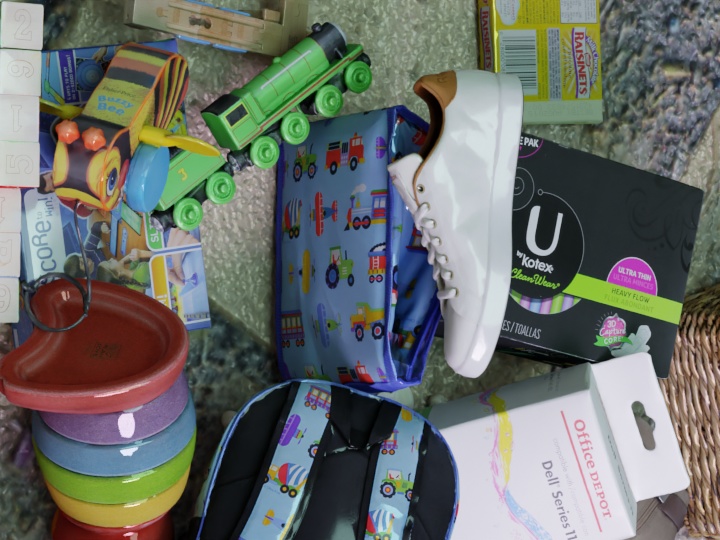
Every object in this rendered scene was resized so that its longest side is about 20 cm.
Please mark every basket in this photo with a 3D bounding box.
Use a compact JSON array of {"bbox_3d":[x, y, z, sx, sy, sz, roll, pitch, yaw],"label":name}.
[{"bbox_3d":[0.331,0.108,1.825,0.143,0.149,0.200,-18,99,-30],"label":"basket"}]

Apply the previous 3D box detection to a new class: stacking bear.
[{"bbox_3d":[-0.163,0.123,1.525,0.121,0.114,0.200,-72,166,-53],"label":"stacking bear"}]

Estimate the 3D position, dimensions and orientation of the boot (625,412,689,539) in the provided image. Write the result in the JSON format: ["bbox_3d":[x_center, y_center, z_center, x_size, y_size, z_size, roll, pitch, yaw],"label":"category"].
[{"bbox_3d":[0.166,0.158,1.778,0.146,0.070,0.200,-45,114,-30],"label":"boot"}]

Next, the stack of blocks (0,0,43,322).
[{"bbox_3d":[-0.252,-0.067,1.481,0.059,0.115,0.200,1,91,-32],"label":"stack of blocks"}]

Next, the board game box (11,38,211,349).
[{"bbox_3d":[-0.177,-0.050,1.573,0.135,0.034,0.200,-9,95,-32],"label":"board game box"}]

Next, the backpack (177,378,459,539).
[{"bbox_3d":[-0.031,0.180,1.562,0.182,0.135,0.200,16,76,-5],"label":"backpack"}]

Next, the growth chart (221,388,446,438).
[{"bbox_3d":[-0.022,0.151,1.684,0.200,0.018,0.145,0,90,-33],"label":"growth chart"}]

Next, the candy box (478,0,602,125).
[{"bbox_3d":[0.134,-0.210,1.768,0.102,0.026,0.200,-3,93,-34],"label":"candy box"}]

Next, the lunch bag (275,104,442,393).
[{"bbox_3d":[0.000,0.000,1.608,0.094,0.151,0.200,17,78,-31],"label":"lunch bag"}]

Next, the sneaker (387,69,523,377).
[{"bbox_3d":[0.054,-0.032,1.526,0.085,0.073,0.200,5,84,-12],"label":"sneaker"}]

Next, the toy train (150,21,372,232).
[{"bbox_3d":[-0.073,-0.100,1.587,0.200,0.042,0.056,-41,114,-22],"label":"toy train"}]

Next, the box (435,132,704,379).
[{"bbox_3d":[0.127,-0.012,1.711,0.200,0.124,0.149,14,84,-30],"label":"box"}]

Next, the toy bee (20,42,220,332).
[{"bbox_3d":[-0.154,-0.076,1.478,0.131,0.109,0.200,-3,58,-1],"label":"toy bee"}]

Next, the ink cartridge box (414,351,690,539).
[{"bbox_3d":[0.124,0.141,1.660,0.200,0.067,0.117,-17,102,11],"label":"ink cartridge box"}]

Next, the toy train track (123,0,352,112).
[{"bbox_3d":[-0.088,-0.163,1.612,0.200,0.033,0.115,9,86,-45],"label":"toy train track"}]
